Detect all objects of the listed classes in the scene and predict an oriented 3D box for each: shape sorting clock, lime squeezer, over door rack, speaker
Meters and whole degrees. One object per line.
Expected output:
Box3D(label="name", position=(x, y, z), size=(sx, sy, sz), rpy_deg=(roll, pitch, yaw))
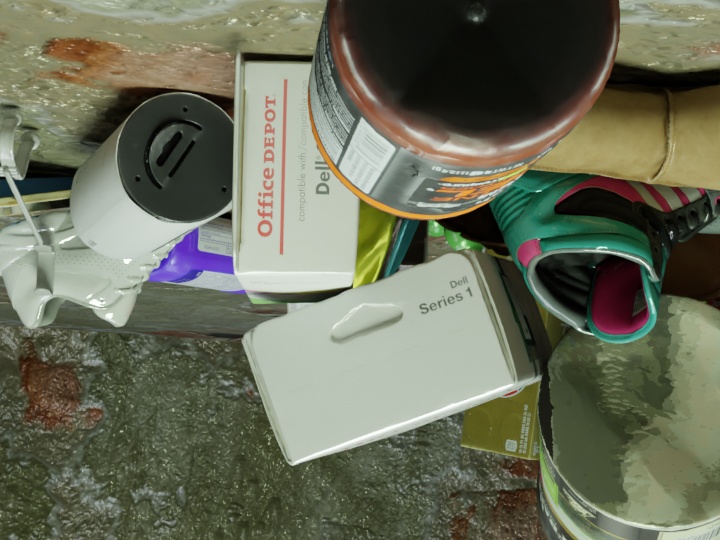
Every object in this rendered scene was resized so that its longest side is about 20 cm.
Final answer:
Box3D(label="shape sorting clock", position=(-0.302, -0.047, 1.212), size=(0.199, 0.040, 0.200), rpy_deg=(-5, -179, 0))
Box3D(label="lime squeezer", position=(0.072, -0.023, 1.276), size=(0.038, 0.071, 0.200), rpy_deg=(-20, -145, -25))
Box3D(label="over door rack", position=(-0.291, -0.055, 1.048), size=(0.147, 0.067, 0.200), rpy_deg=(3, 152, -2))
Box3D(label="speaker", position=(-0.136, -0.057, 0.993), size=(0.081, 0.082, 0.200), rpy_deg=(5, 172, -18))

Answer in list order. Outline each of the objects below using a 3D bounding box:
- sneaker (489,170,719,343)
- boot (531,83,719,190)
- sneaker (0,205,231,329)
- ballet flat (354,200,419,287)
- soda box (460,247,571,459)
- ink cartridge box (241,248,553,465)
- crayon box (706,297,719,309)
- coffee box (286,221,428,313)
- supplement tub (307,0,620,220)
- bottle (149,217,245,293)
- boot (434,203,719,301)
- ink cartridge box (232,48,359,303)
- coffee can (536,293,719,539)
Box3D(label="sneaker", position=(0.170, -0.016, 0.909), size=(0.199, 0.121, 0.084), rpy_deg=(5, 147, -16))
Box3D(label="boot", position=(0.126, -0.073, 0.785), size=(0.199, 0.067, 0.175), rpy_deg=(5, 174, -27))
Box3D(label="sneaker", position=(-0.177, -0.012, 1.165), size=(0.199, 0.100, 0.078), rpy_deg=(-20, 177, 8))
Box3D(label="ballet flat", position=(0.000, 0.000, 1.142), size=(0.067, 0.201, 0.067), rpy_deg=(24, -138, 11))
Box3D(label="soda box", position=(0.129, 0.037, 1.142), size=(0.067, 0.201, 0.064), rpy_deg=(6, 177, 43))
Box3D(label="ink cartridge box", position=(0.031, 0.052, 0.941), size=(0.145, 0.085, 0.200), rpy_deg=(-21, 174, 13))
Box3D(label="crayon box", position=(0.279, 0.036, 1.080), size=(0.050, 0.201, 0.127), rpy_deg=(1, 173, 0))
Box3D(label="coffee box", position=(-0.001, 0.034, 1.269), size=(0.112, 0.080, 0.201), rpy_deg=(3, 136, 3))
Box3D(label="supplement tub", position=(0.033, -0.079, 0.628), size=(0.106, 0.108, 0.200), rpy_deg=(3, 174, -4))
Box3D(label="bottle", position=(-0.119, -0.013, 1.404), size=(0.083, 0.066, 0.199), rpy_deg=(-3, 171, 43))
Box3D(label="boot", position=(0.135, -0.025, 0.998), size=(0.199, 0.074, 0.154), rpy_deg=(17, -174, 27))
Box3D(label="ink cartridge box", position=(-0.034, -0.047, 0.863), size=(0.067, 0.118, 0.200), rpy_deg=(1, 174, 0))
Box3D(label="coffee can", position=(0.187, 0.119, 0.997), size=(0.145, 0.147, 0.200), rpy_deg=(2, 157, 7))
